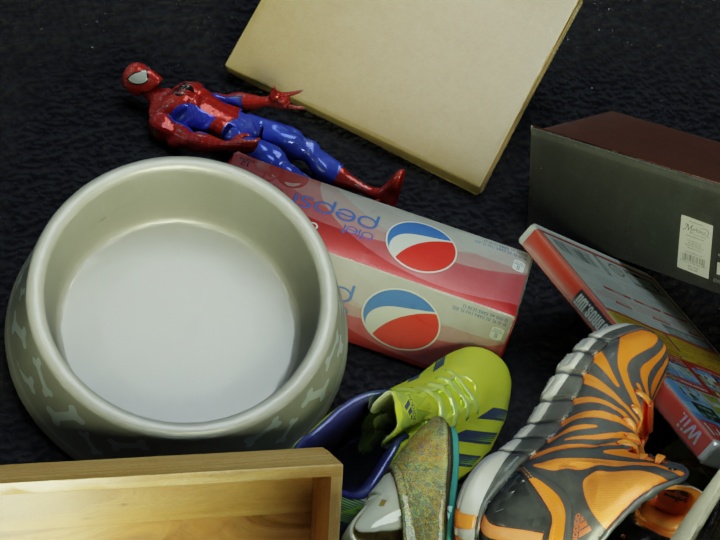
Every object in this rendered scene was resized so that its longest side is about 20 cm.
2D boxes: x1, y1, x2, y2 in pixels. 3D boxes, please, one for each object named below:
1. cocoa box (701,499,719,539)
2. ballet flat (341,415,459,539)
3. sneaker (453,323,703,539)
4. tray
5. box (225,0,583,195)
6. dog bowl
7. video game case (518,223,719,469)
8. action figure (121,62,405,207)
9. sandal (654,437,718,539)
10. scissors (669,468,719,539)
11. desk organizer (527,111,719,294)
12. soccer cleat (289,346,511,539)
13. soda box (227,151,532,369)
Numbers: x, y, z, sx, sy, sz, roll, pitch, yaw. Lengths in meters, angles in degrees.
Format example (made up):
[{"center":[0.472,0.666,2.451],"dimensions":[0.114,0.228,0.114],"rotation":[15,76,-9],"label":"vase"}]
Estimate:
[{"center":[0.209,0.212,1.103],"dimensions":[0.133,0.200,0.131],"rotation":[23,-2,6],"label":"cocoa box"},{"center":[0.020,0.165,1.190],"dimensions":[0.071,0.071,0.200],"rotation":[7,60,-12],"label":"ballet flat"},{"center":[0.144,0.105,1.207],"dimensions":[0.112,0.078,0.200],"rotation":[10,40,32],"label":"sneaker"},{"center":[-0.111,0.148,1.165],"dimensions":[0.200,0.099,0.037],"rotation":[-1,13,-19],"label":"tray"},{"center":[0.030,-0.165,1.552],"dimensions":[0.200,0.021,0.164],"rotation":[26,77,9],"label":"box"},{"center":[-0.103,0.024,1.283],"dimensions":[0.200,0.059,0.200],"rotation":[3,63,-6],"label":"dog bowl"},{"center":[0.192,0.056,1.372],"dimensions":[0.143,0.017,0.200],"rotation":[21,25,-48],"label":"video game case"},{"center":[-0.070,-0.089,1.481],"dimensions":[0.200,0.052,0.065],"rotation":[24,45,12],"label":"action figure"},{"center":[0.182,0.142,1.301],"dimensions":[0.080,0.054,0.200],"rotation":[37,38,20],"label":"sandal"},{"center":[0.142,0.157,1.124],"dimensions":[0.014,0.200,0.073],"rotation":[18,15,-12],"label":"scissors"},{"center":[0.205,-0.045,1.448],"dimensions":[0.077,0.072,0.200],"rotation":[-16,26,-38],"label":"desk organizer"},{"center":[0.027,0.091,1.285],"dimensions":[0.065,0.084,0.200],"rotation":[38,46,21],"label":"soccer cleat"},{"center":[0.000,0.000,1.387],"dimensions":[0.200,0.070,0.063],"rotation":[19,42,1],"label":"soda box"}]
